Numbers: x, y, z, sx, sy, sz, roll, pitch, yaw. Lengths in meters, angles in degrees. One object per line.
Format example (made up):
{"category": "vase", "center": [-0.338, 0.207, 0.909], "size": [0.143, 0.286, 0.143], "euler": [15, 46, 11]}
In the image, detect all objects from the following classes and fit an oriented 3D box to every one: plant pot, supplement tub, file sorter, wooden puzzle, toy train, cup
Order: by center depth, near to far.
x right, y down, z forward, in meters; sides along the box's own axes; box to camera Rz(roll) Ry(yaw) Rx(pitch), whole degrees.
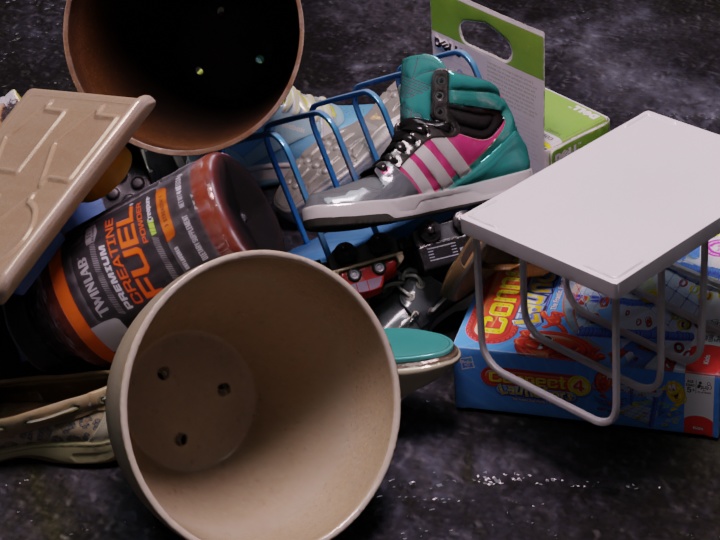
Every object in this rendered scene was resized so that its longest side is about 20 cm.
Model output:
{"category": "cup", "center": [-0.092, 0.090, 1.226], "size": [0.200, 0.201, 0.143], "euler": [-24, 8, -26]}
{"category": "file sorter", "center": [0.190, -0.004, 1.255], "size": [0.200, 0.125, 0.138], "euler": [-30, 39, -33]}
{"category": "supplement tub", "center": [-0.160, 0.003, 1.312], "size": [0.199, 0.107, 0.107], "euler": [-28, 28, 17]}
{"category": "wooden puzzle", "center": [-0.244, -0.052, 1.322], "size": [0.200, 0.046, 0.186], "euler": [7, 56, 52]}
{"category": "toy train", "center": [0.000, 0.000, 1.359], "size": [0.199, 0.046, 0.034], "euler": [-15, -6, -12]}
{"category": "plant pot", "center": [-0.126, -0.187, 1.465], "size": [0.186, 0.188, 0.200], "euler": [-2, 3, 5]}
{"category": "file sorter", "center": [0.004, -0.086, 1.471], "size": [0.199, 0.123, 0.139], "euler": [-27, 10, -26]}

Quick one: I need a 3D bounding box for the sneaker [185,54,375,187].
{"category": "sneaker", "center": [-0.064, -0.150, 1.622], "size": [0.199, 0.131, 0.080], "euler": [-13, 32, -14]}

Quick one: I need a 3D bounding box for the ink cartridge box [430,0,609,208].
{"category": "ink cartridge box", "center": [0.134, -0.138, 1.507], "size": [0.076, 0.201, 0.148], "euler": [-26, 38, -29]}

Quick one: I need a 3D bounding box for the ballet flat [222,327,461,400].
{"category": "ballet flat", "center": [-0.020, 0.075, 1.323], "size": [0.199, 0.070, 0.070], "euler": [5, 34, 22]}

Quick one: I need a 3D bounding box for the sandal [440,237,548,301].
{"category": "sandal", "center": [0.141, -0.027, 1.364], "size": [0.200, 0.082, 0.055], "euler": [-24, 58, -38]}

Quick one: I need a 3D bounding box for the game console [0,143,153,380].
{"category": "game console", "center": [-0.244, -0.009, 1.398], "size": [0.199, 0.031, 0.178], "euler": [-23, 72, -1]}

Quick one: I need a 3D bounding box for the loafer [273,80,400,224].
{"category": "loafer", "center": [0.011, -0.100, 1.594], "size": [0.200, 0.070, 0.070], "euler": [-38, 39, -14]}

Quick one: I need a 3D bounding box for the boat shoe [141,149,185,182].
{"category": "boat shoe", "center": [-0.184, -0.073, 1.580], "size": [0.060, 0.074, 0.200], "euler": [-14, 41, -22]}

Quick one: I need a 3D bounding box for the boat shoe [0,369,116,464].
{"category": "boat shoe", "center": [-0.260, 0.101, 1.322], "size": [0.199, 0.063, 0.073], "euler": [-3, 33, 5]}

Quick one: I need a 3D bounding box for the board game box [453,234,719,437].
{"category": "board game box", "center": [0.188, 0.034, 1.365], "size": [0.195, 0.056, 0.200], "euler": [5, 34, 16]}

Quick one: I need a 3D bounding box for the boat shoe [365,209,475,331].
{"category": "boat shoe", "center": [0.038, 0.015, 1.411], "size": [0.073, 0.062, 0.200], "euler": [25, 43, 37]}

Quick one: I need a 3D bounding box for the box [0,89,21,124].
{"category": "box", "center": [-0.253, -0.045, 1.453], "size": [0.075, 0.050, 0.200], "euler": [-36, 73, -2]}

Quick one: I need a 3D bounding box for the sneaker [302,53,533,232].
{"category": "sneaker", "center": [0.037, -0.100, 1.367], "size": [0.199, 0.121, 0.084], "euler": [-13, 2, -29]}
